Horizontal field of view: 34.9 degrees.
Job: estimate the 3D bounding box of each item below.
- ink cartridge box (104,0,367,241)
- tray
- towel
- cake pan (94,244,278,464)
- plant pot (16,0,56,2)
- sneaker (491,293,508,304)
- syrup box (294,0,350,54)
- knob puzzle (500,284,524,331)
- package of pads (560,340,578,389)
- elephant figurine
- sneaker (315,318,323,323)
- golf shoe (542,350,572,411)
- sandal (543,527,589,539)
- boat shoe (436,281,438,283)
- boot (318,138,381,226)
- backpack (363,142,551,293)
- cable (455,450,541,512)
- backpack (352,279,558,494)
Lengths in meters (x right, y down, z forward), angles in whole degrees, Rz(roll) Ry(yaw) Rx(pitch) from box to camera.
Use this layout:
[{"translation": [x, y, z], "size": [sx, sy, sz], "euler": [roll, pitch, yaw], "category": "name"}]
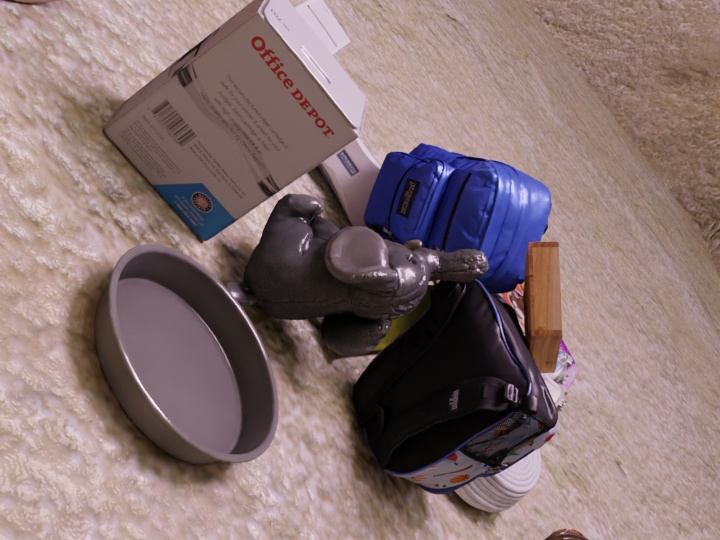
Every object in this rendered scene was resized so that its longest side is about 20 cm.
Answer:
[{"translation": [-0.115, -0.145, 1.076], "size": [0.147, 0.199, 0.086], "euler": [49, 24, -20], "category": "ink cartridge box"}, {"translation": [0.197, 0.045, 1.249], "size": [0.200, 0.037, 0.099], "euler": [63, 26, -72], "category": "tray"}, {"translation": [0.032, 0.053, 1.280], "size": [0.018, 0.087, 0.200], "euler": [32, 12, 23], "category": "towel"}, {"translation": [-0.145, 0.074, 0.950], "size": [0.200, 0.037, 0.201], "euler": [45, 26, -29], "category": "cake pan"}, {"translation": [-0.285, -0.352, 1.027], "size": [0.200, 0.199, 0.179], "euler": [-15, 85, -66], "category": "plant pot"}, {"translation": [0.129, 0.065, 1.387], "size": [0.200, 0.070, 0.074], "euler": [-165, -124, -72], "category": "sneaker"}, {"translation": [-0.087, -0.287, 1.466], "size": [0.082, 0.078, 0.200], "euler": [55, 23, -9], "category": "syrup box"}, {"translation": [0.227, 0.030, 1.586], "size": [0.220, 0.030, 0.220], "euler": [44, 27, -29], "category": "knob puzzle"}, {"translation": [0.239, 0.135, 1.610], "size": [0.121, 0.075, 0.200], "euler": [62, 23, 1], "category": "package of pads"}, {"translation": [-0.001, 0.008, 1.113], "size": [0.199, 0.156, 0.141], "euler": [21, -8, 23], "category": "elephant figurine"}, {"translation": [0.000, 0.000, 1.287], "size": [0.071, 0.080, 0.200], "euler": [53, 22, -6], "category": "sneaker"}, {"translation": [0.195, 0.136, 1.372], "size": [0.097, 0.078, 0.200], "euler": [36, 21, -2], "category": "golf shoe"}, {"translation": [0.255, 0.342, 1.388], "size": [0.200, 0.082, 0.055], "euler": [23, 25, -52], "category": "sandal"}, {"translation": [0.136, -0.028, 1.609], "size": [0.074, 0.069, 0.201], "euler": [30, 36, -49], "category": "boat shoe"}, {"translation": [-0.012, -0.130, 1.443], "size": [0.201, 0.072, 0.090], "euler": [61, 1, -22], "category": "boot"}, {"translation": [0.112, -0.058, 1.350], "size": [0.167, 0.164, 0.200], "euler": [11, 8, -36], "category": "backpack"}, {"translation": [0.136, 0.185, 1.343], "size": [0.200, 0.069, 0.200], "euler": [51, 24, -17], "category": "cable"}, {"translation": [0.095, 0.130, 1.176], "size": [0.154, 0.190, 0.201], "euler": [44, 20, -42], "category": "backpack"}]
